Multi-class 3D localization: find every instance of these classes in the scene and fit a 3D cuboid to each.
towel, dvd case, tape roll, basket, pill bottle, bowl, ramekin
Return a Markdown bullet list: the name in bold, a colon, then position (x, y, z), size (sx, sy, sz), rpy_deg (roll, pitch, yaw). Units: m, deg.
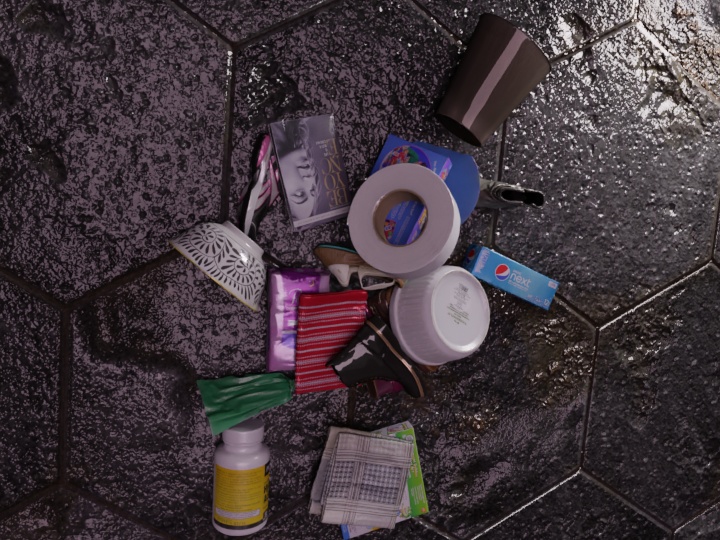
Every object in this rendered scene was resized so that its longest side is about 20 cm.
- **towel**: position (-0.055, 0.136, 1.159), size (0.142, 0.022, 0.203), rpy_deg (-2, 104, -25)
- **dvd case**: position (-0.090, -0.189, 1.154), size (0.147, 0.016, 0.203), rpy_deg (-20, 103, -37)
- **tape roll**: position (0.079, -0.089, 1.103), size (0.199, 0.071, 0.206), rpy_deg (-3, 80, 18)
- **basket**: position (0.247, -0.360, 1.183), size (0.179, 0.136, 0.201), rpy_deg (34, 93, -20)
- **pill bottle**: position (-0.233, 0.398, 1.181), size (0.109, 0.111, 0.204), rpy_deg (1, 98, -13)
- **towel**: position (0.002, 0.428, 1.236), size (0.197, 0.035, 0.196), rpy_deg (14, 94, -14)
- **bowl**: position (-0.235, -0.025, 1.082), size (0.200, 0.201, 0.095), rpy_deg (41, 84, -14)
- **ramekin**: position (0.164, 0.085, 1.193), size (0.198, 0.105, 0.204), rpy_deg (7, 78, -33)

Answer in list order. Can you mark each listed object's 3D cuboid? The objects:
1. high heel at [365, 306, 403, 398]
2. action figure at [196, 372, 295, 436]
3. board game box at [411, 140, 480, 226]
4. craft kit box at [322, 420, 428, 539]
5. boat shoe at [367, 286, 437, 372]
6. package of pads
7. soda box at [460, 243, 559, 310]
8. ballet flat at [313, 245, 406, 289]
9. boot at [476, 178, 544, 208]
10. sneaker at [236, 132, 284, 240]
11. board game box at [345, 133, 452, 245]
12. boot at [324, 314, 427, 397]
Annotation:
- **high heel**: position (0.043, 0.156, 1.250), size (0.095, 0.067, 0.203), rpy_deg (-15, 100, -35)
- **action figure**: position (-0.210, 0.247, 1.185), size (0.197, 0.055, 0.119), rpy_deg (-11, 60, -25)
- **board game box**: position (0.143, -0.164, 1.203), size (0.198, 0.039, 0.160), rpy_deg (20, 88, 21)
- **craft kit box**: position (0.034, 0.445, 1.284), size (0.194, 0.049, 0.203), rpy_deg (-12, 100, -8)
- **boat shoe**: position (0.088, 0.128, 1.247), size (0.070, 0.070, 0.202), rpy_deg (-25, 101, 30)
- **package of pads**: position (-0.123, 0.097, 1.185), size (0.119, 0.076, 0.204), rpy_deg (1, 97, -17)
- **soda box**: position (0.314, 0.013, 1.276), size (0.198, 0.068, 0.065), rpy_deg (25, 91, -15)
- **ballet flat**: position (0.000, 0.000, 1.177), size (0.197, 0.068, 0.073), rpy_deg (9, 71, 4)
- **boot**: position (0.258, -0.158, 1.209), size (0.197, 0.131, 0.069), rpy_deg (3, 96, -13)
- **sneaker**: position (-0.173, -0.151, 1.143), size (0.085, 0.080, 0.203), rpy_deg (14, 100, -24)
- **board game box**: position (0.075, -0.146, 1.177), size (0.133, 0.045, 0.202), rpy_deg (27, 91, 21)
- **boot**: position (0.031, 0.203, 1.174), size (0.138, 0.077, 0.201), rpy_deg (-40, 108, -12)
